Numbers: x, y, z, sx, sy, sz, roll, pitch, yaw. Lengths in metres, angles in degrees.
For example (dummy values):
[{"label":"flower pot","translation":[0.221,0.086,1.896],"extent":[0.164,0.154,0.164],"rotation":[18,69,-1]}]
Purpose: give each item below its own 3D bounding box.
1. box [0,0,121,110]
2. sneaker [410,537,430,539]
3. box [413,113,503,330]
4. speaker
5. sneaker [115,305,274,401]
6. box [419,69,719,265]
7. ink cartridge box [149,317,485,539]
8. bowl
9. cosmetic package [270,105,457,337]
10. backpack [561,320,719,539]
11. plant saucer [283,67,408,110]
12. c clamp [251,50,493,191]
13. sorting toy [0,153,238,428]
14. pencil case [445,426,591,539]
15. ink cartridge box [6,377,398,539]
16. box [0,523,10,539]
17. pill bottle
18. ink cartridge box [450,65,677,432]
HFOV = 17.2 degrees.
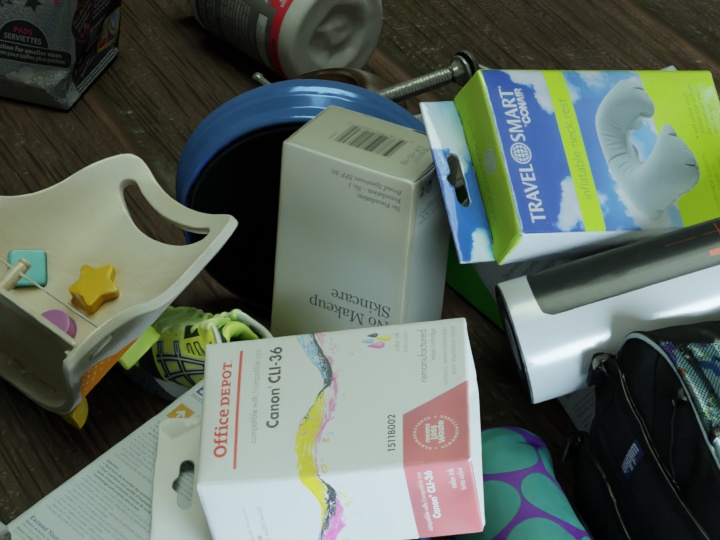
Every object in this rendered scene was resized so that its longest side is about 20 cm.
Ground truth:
[{"label":"box","translation":[-0.319,-0.231,2.048],"extent":[0.199,0.115,0.132],"rotation":[12,31,11]},{"label":"sneaker","translation":[0.014,0.138,1.521],"extent":[0.075,0.078,0.200],"rotation":[-24,46,15]},{"label":"box","translation":[0.138,-0.049,1.837],"extent":[0.176,0.097,0.200],"rotation":[-15,35,-27]},{"label":"speaker","translation":[0.190,0.018,1.493],"extent":[0.199,0.081,0.081],"rotation":[-16,32,-1]},{"label":"sneaker","translation":[-0.100,0.054,1.641],"extent":[0.200,0.077,0.075],"rotation":[25,38,32]},{"label":"box","translation":[0.147,-0.068,1.533],"extent":[0.199,0.048,0.122],"rotation":[-2,65,-25]},{"label":"ink cartridge box","translation":[-0.031,0.099,1.402],"extent":[0.199,0.068,0.117],"rotation":[-7,43,6]},{"label":"bowl","translation":[-0.033,-0.045,1.702],"extent":[0.200,0.201,0.039],"rotation":[5,42,-1]},{"label":"cosmetic package","translation":[0.000,0.000,1.627],"extent":[0.103,0.201,0.073],"rotation":[18,32,22]},{"label":"backpack","translation":[0.223,0.149,1.434],"extent":[0.150,0.178,0.200],"rotation":[-2,45,-17]},{"label":"plant saucer","translation":[-0.059,-0.102,1.862],"extent":[0.200,0.032,0.200],"rotation":[-24,27,13]},{"label":"c clamp","translation":[0.046,-0.123,1.804],"extent":[0.200,0.027,0.171],"rotation":[-17,49,-33]},{"label":"sorting toy","translation":[-0.183,-0.003,1.634],"extent":[0.180,0.107,0.200],"rotation":[-42,51,-21]},{"label":"pencil case","translation":[0.106,0.178,1.456],"extent":[0.092,0.085,0.200],"rotation":[29,18,-29]},{"label":"ink cartridge box","translation":[-0.102,0.173,1.421],"extent":[0.200,0.043,0.196],"rotation":[-36,47,-25]},{"label":"box","translation":[-0.331,0.171,1.370],"extent":[0.200,0.097,0.176],"rotation":[28,38,33]},{"label":"pill bottle","translation":[-0.082,-0.244,2.113],"extent":[0.111,0.111,0.200],"rotation":[-20,39,-36]},{"label":"ink cartridge box","translation":[0.187,-0.009,1.636],"extent":[0.144,0.145,0.200],"rotation":[-26,78,-33]}]
